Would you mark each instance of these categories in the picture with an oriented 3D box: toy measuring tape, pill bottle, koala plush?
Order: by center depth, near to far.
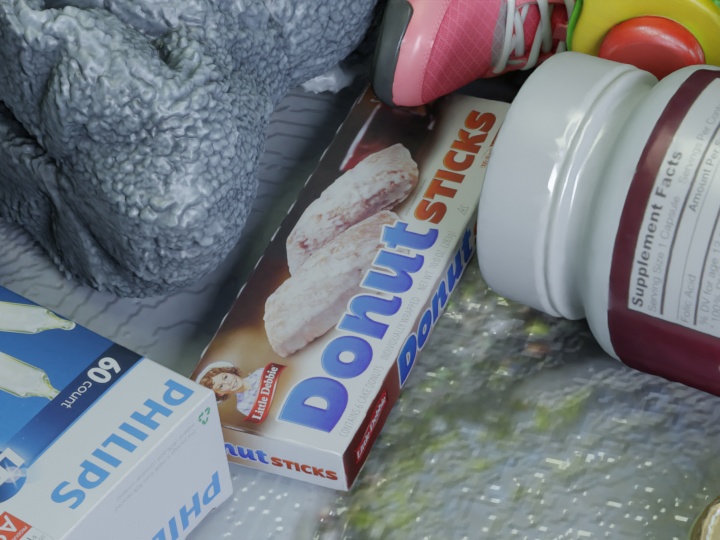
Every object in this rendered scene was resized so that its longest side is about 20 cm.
[{"bbox_3d":[0.149,-0.007,0.867,0.199,0.115,0.114,19,50,26],"label":"pill bottle"},{"bbox_3d":[0.083,-0.111,0.945,0.199,0.074,0.074,27,47,-7],"label":"toy measuring tape"},{"bbox_3d":[-0.061,-0.103,0.972,0.200,0.178,0.184,-35,61,-26],"label":"koala plush"}]

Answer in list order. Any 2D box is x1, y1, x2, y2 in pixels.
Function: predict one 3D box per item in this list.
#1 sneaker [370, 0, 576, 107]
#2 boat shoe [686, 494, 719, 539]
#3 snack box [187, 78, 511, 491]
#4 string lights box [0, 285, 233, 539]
[{"bbox_3d":[0.083,-0.117,1.008,0.087,0.074,0.200,32,44,23],"label":"sneaker"},{"bbox_3d":[0.202,0.090,0.775,0.199,0.076,0.072,1,66,12],"label":"boat shoe"},{"bbox_3d":[0.000,0.000,0.947,0.072,0.024,0.200,13,47,19],"label":"snack box"},{"bbox_3d":[-0.156,0.056,0.889,0.199,0.059,0.103,24,51,29],"label":"string lights box"}]
